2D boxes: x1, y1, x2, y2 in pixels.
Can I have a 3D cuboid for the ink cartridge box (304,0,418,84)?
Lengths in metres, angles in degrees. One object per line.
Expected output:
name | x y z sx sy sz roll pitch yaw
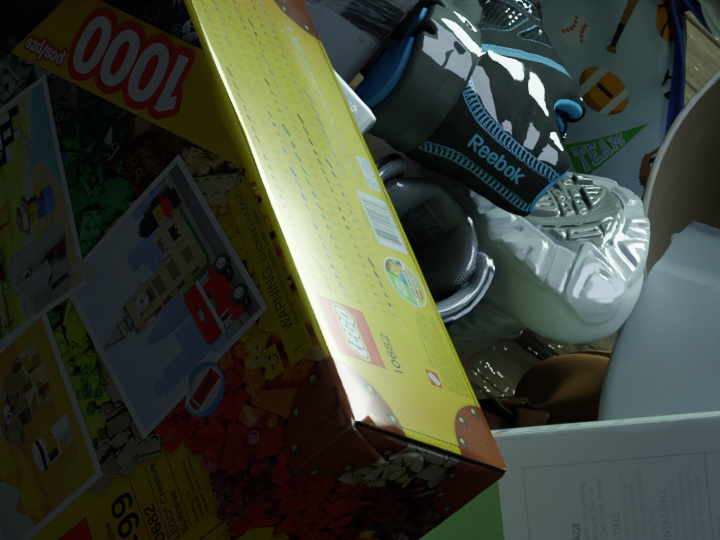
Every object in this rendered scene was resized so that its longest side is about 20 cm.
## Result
ink cartridge box | -0.045 -0.140 0.940 0.145 0.200 0.084 38 25 -8

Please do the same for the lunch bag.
lunch bag | 0.105 -0.131 1.207 0.170 0.123 0.201 -99 -173 -54

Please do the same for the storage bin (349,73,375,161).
storage bin | -0.042 -0.153 1.124 0.200 0.094 0.199 37 26 -29

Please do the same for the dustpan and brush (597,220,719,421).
dustpan and brush | 0.123 0.090 0.897 0.139 0.200 0.057 22 -21 45

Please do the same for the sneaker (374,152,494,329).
sneaker | 0.000 0.000 0.947 0.076 0.114 0.200 46 24 -11

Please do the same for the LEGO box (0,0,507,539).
LEGO box | -0.062 0.017 0.766 0.077 0.149 0.201 23 36 -47

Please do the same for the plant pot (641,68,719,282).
plant pot | 0.206 0.009 1.033 0.201 0.200 0.135 55 -9 10

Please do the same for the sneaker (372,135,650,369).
sneaker | 0.058 0.001 0.997 0.077 0.100 0.200 2 19 -18

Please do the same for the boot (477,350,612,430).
boot | 0.061 0.078 1.018 0.155 0.077 0.200 11 23 -22

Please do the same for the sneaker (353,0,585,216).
sneaker | 0.046 -0.077 0.972 0.082 0.073 0.200 38 24 -8

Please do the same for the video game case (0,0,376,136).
video game case | -0.102 -0.096 0.876 0.200 0.143 0.019 49 49 -7

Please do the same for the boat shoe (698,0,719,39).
boat shoe | 0.177 -0.133 1.111 0.200 0.073 0.067 23 75 -66

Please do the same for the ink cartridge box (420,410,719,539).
ink cartridge box | 0.075 0.104 0.830 0.059 0.199 0.104 12 72 -80
